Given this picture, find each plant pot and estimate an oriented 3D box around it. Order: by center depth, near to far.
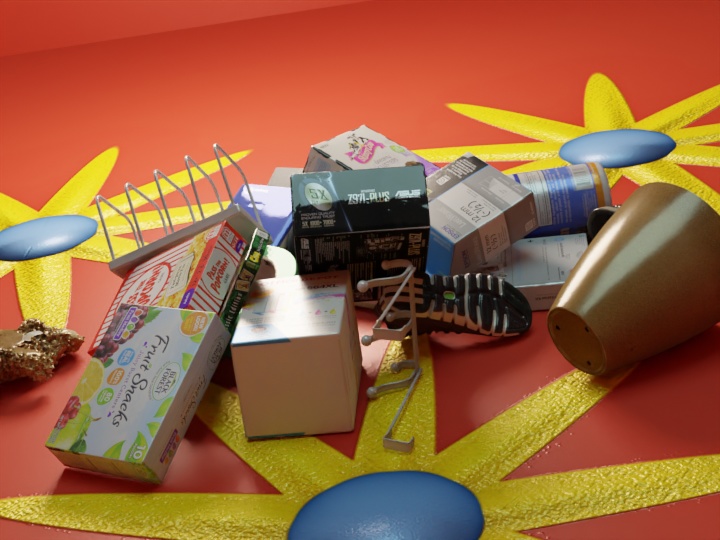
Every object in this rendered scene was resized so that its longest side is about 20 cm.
[{"bbox_3d":[0.316,0.026,1.535,0.199,0.188,0.186,-34,32,-24],"label":"plant pot"}]

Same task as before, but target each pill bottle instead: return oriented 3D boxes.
[{"bbox_3d":[0.251,-0.086,1.872,0.197,0.113,0.112,-9,23,-1],"label":"pill bottle"}]

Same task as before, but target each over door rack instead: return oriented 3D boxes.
[{"bbox_3d":[0.031,0.090,1.490,0.066,0.149,0.200,-3,23,7],"label":"over door rack"}]

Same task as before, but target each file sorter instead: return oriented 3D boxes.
[{"bbox_3d":[-0.249,-0.073,1.840,0.198,0.126,0.139,-23,-20,8],"label":"file sorter"}]

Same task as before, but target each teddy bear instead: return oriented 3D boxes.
[{"bbox_3d":[-0.452,0.118,1.718,0.143,0.068,0.200,8,20,12],"label":"teddy bear"}]

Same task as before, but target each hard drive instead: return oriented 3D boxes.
[{"bbox_3d":[-0.166,-0.044,1.928,0.131,0.025,0.201,7,51,32],"label":"hard drive"}]

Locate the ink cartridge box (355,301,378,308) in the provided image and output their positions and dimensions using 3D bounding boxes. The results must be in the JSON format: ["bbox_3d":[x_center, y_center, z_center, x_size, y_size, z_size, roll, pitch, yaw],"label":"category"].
[{"bbox_3d":[0.000,0.000,1.842,0.198,0.048,0.145,9,28,31],"label":"ink cartridge box"}]

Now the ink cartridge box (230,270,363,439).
[{"bbox_3d":[-0.071,0.091,1.553,0.127,0.127,0.200,-6,23,5],"label":"ink cartridge box"}]

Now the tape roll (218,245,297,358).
[{"bbox_3d":[-0.172,0.040,1.758,0.198,0.049,0.201,-14,31,8],"label":"tape roll"}]

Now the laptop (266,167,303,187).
[{"bbox_3d":[-0.110,-0.116,2.065,0.175,0.104,0.201,5,53,27],"label":"laptop"}]

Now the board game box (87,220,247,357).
[{"bbox_3d":[-0.247,0.035,1.685,0.199,0.046,0.152,-24,33,36],"label":"board game box"}]

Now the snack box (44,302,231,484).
[{"bbox_3d":[-0.251,0.136,1.499,0.141,0.053,0.201,5,55,27],"label":"snack box"}]

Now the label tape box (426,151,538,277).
[{"bbox_3d":[0.116,-0.062,1.756,0.199,0.067,0.143,-31,42,-19],"label":"label tape box"}]

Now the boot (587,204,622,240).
[{"bbox_3d":[0.424,-0.053,1.776,0.199,0.074,0.150,21,29,32],"label":"boot"}]

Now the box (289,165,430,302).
[{"bbox_3d":[-0.001,-0.040,1.615,0.162,0.200,0.087,-4,65,-1],"label":"box"}]

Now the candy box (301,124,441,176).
[{"bbox_3d":[0.035,-0.129,1.979,0.199,0.072,0.167,31,30,18],"label":"candy box"}]

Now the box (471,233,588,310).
[{"bbox_3d":[0.210,0.005,1.766,0.197,0.042,0.156,-6,24,8],"label":"box"}]

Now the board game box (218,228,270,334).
[{"bbox_3d":[-0.161,0.055,1.595,0.023,0.201,0.105,24,21,-4],"label":"board game box"}]

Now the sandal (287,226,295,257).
[{"bbox_3d":[-0.036,-0.063,1.955,0.043,0.077,0.199,11,28,38],"label":"sandal"}]

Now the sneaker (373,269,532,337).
[{"bbox_3d":[0.109,0.052,1.661,0.198,0.077,0.116,13,-25,-16],"label":"sneaker"}]
